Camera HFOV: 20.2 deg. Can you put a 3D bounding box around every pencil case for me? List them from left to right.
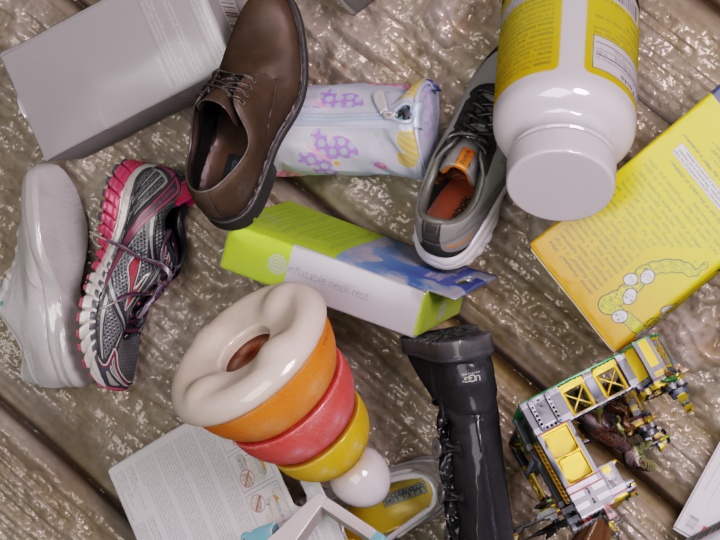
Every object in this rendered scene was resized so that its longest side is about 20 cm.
[{"bbox_3d":[-0.031,-0.116,1.681,0.199,0.091,0.083,0,93,19],"label":"pencil case"}]

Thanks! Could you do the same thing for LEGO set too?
[{"bbox_3d":[0.194,0.145,1.563,0.153,0.200,0.116,-24,74,-17],"label":"LEGO set"}]

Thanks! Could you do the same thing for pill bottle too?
[{"bbox_3d":[0.158,-0.140,1.556,0.111,0.111,0.200,-7,50,18],"label":"pill bottle"}]

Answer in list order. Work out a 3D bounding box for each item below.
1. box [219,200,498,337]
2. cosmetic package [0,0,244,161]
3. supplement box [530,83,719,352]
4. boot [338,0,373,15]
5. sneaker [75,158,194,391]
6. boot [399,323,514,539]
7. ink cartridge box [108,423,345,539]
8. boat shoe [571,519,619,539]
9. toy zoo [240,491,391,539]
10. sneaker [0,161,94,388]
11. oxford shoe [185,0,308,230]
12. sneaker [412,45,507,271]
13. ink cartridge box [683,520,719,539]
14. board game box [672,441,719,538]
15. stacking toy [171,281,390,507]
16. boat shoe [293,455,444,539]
[{"bbox_3d":[0.000,0.000,1.660,0.199,0.122,0.048,20,106,16],"label":"box"},{"bbox_3d":[-0.195,-0.180,1.733,0.200,0.090,0.107,-23,87,21],"label":"cosmetic package"},{"bbox_3d":[0.250,-0.043,1.585,0.200,0.109,0.110,-41,81,17],"label":"supplement box"},{"bbox_3d":[0.063,-0.276,1.650,0.200,0.073,0.182,-36,69,10],"label":"boot"},{"bbox_3d":[-0.193,0.007,1.747,0.074,0.081,0.201,13,97,15],"label":"sneaker"},{"bbox_3d":[0.083,0.149,1.629,0.065,0.165,0.201,-10,94,-4],"label":"boot"},{"bbox_3d":[-0.107,0.198,1.722,0.200,0.050,0.163,-30,78,27],"label":"ink cartridge box"},{"bbox_3d":[0.137,0.273,1.614,0.074,0.076,0.200,34,63,3],"label":"boat shoe"},{"bbox_3d":[-0.016,0.264,1.598,0.200,0.020,0.131,30,75,24],"label":"toy zoo"},{"bbox_3d":[-0.289,0.007,1.786,0.088,0.075,0.201,-5,93,30],"label":"sneaker"},{"bbox_3d":[-0.092,-0.139,1.611,0.072,0.084,0.201,5,74,21],"label":"oxford shoe"},{"bbox_3d":[0.099,-0.099,1.627,0.074,0.079,0.201,18,74,17],"label":"sneaker"},{"bbox_3d":[0.305,0.302,1.600,0.160,0.047,0.200,-34,87,30],"label":"ink cartridge box"},{"bbox_3d":[0.350,0.149,1.604,0.126,0.035,0.200,30,102,15],"label":"board game box"},{"bbox_3d":[-0.042,0.122,1.609,0.146,0.146,0.200,-30,118,17],"label":"stacking toy"},{"bbox_3d":[-0.015,0.218,1.699,0.201,0.086,0.075,-23,86,17],"label":"boat shoe"}]
